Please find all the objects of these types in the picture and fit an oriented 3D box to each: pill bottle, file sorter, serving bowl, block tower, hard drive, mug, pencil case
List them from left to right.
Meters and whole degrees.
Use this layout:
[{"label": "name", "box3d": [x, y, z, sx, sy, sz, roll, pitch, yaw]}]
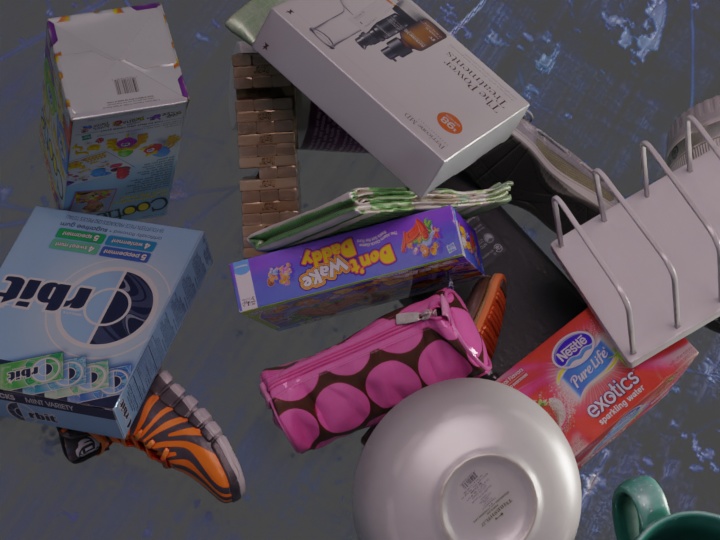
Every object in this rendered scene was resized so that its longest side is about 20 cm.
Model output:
[{"label": "block tower", "box3d": [-0.082, -0.095, 1.740, 0.053, 0.058, 0.202, -3, 98, 3]}, {"label": "pill bottle", "box3d": [-0.022, -0.168, 1.820, 0.198, 0.112, 0.113, 2, 63, -12]}, {"label": "pencil case", "box3d": [0.008, 0.084, 1.658, 0.199, 0.094, 0.091, -27, 64, 14]}, {"label": "hard drive", "box3d": [0.105, 0.005, 1.806, 0.139, 0.033, 0.200, -36, 76, -26]}, {"label": "serving bowl", "box3d": [0.096, 0.191, 1.593, 0.198, 0.066, 0.202, 0, 89, -14]}, {"label": "file sorter", "box3d": [0.280, -0.042, 1.680, 0.199, 0.125, 0.139, -30, 62, -3]}, {"label": "mug", "box3d": [0.279, 0.284, 1.657, 0.151, 0.115, 0.186, 13, 60, -6]}]

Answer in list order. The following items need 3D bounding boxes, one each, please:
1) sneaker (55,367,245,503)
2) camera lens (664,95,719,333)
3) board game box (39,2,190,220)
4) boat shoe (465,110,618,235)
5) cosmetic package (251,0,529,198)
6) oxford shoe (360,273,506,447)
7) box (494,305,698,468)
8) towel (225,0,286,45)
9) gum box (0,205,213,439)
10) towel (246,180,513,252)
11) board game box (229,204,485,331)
[{"label": "sneaker", "box3d": [-0.192, 0.145, 1.649, 0.112, 0.078, 0.200, -36, 65, -22]}, {"label": "camera lens", "box3d": [0.374, -0.049, 1.824, 0.158, 0.160, 0.202, 1, 63, -13]}, {"label": "board game box", "box3d": [-0.222, -0.132, 1.703, 0.104, 0.200, 0.104, -10, 66, -17]}, {"label": "boat shoe", "box3d": [0.167, -0.100, 1.835, 0.201, 0.074, 0.065, 33, 44, -18]}, {"label": "cosmetic package", "box3d": [0.028, -0.167, 1.651, 0.200, 0.052, 0.151, 42, 42, 11]}, {"label": "oxford shoe", "box3d": [0.067, 0.083, 1.718, 0.072, 0.071, 0.201, 23, 74, 22]}, {"label": "box", "box3d": [0.194, 0.111, 1.736, 0.199, 0.096, 0.100, -35, 74, -26]}, {"label": "towel", "box3d": [-0.004, -0.192, 1.723, 0.200, 0.023, 0.153, 38, 41, 4]}, {"label": "gum box", "box3d": [-0.241, 0.041, 1.652, 0.168, 0.045, 0.201, 8, 50, 19]}, {"label": "towel", "box3d": [0.018, -0.046, 1.667, 0.199, 0.152, 0.024, -7, 79, -44]}, {"label": "board game box", "box3d": [0.000, 0.000, 1.680, 0.198, 0.134, 0.045, -15, 79, 10]}]
